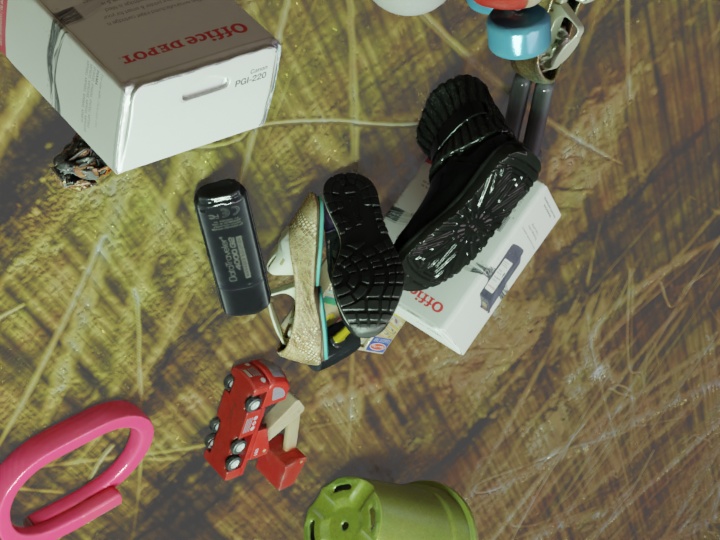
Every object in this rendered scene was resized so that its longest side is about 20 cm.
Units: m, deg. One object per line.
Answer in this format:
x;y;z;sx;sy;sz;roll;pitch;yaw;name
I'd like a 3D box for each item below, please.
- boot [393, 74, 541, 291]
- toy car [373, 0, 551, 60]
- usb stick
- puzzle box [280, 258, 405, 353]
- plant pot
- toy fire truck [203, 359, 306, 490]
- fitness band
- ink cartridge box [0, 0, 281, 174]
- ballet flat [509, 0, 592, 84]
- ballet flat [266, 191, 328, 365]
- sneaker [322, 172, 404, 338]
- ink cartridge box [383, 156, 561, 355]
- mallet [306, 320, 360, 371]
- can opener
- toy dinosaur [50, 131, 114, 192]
0.087;-0.093;1.709;0.211;0.158;0.079;-45;136;10;boot
0.066;-0.298;1.483;0.198;0.177;0.185;-11;128;-5;toy car
-0.129;-0.020;1.626;0.055;0.033;0.201;-10;144;-1;usb stick
0.004;0.031;1.872;0.133;0.025;0.199;-55;150;14;puzzle box
0.026;0.361;2.151;0.201;0.200;0.184;-52;138;8;plant pot
-0.112;0.182;1.876;0.140;0.049;0.201;-16;137;-43;toy fire truck
-0.303;0.212;1.680;0.199;0.037;0.144;-28;142;-33;fitness band
-0.177;-0.178;1.217;0.145;0.200;0.085;-23;142;-36;ink cartridge box
0.223;-0.291;1.738;0.070;0.071;0.201;-16;137;-42;ballet flat
-0.069;0.013;1.706;0.065;0.071;0.202;-2;114;-1;ballet flat
0.000;0.000;1.673;0.075;0.201;0.088;0;141;-8;sneaker
0.104;-0.030;1.779;0.201;0.144;0.084;-54;150;-8;ink cartridge box
-0.013;0.061;1.749;0.066;0.041;0.200;-29;172;-23;mallet
0.192;-0.160;1.885;0.067;0.053;0.201;-65;168;-45;can opener
-0.183;-0.148;1.385;0.201;0.102;0.136;-56;170;-22;toy dinosaur
